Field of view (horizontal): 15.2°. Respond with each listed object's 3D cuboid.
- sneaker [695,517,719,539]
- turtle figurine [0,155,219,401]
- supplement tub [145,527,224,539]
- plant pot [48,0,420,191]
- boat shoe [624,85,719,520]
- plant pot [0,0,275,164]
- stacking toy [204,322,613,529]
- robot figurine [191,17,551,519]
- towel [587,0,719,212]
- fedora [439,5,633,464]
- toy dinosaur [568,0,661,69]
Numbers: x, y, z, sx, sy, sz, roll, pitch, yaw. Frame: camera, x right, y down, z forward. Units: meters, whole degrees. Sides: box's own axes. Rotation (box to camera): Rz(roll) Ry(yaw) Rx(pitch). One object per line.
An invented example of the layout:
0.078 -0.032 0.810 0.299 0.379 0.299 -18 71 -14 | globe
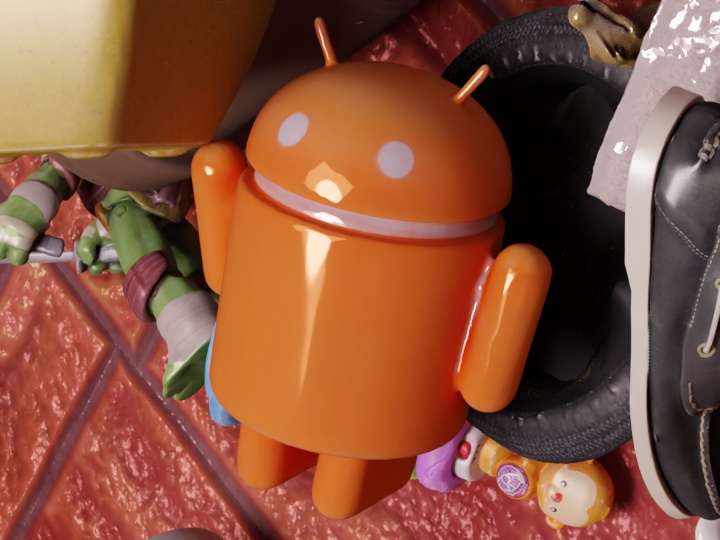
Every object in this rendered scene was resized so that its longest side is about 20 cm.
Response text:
0.223 0.089 1.080 0.200 0.079 0.079 -30 75 42 | sneaker
-0.139 -0.002 1.380 0.194 0.199 0.144 50 162 21 | turtle figurine
-0.051 0.236 1.339 0.200 0.131 0.133 39 123 34 | supplement tub
-0.064 -0.153 1.249 0.174 0.200 0.202 -16 86 36 | plant pot
0.141 0.024 1.025 0.067 0.072 0.201 13 133 21 | boat shoe
-0.136 -0.144 1.094 0.193 0.195 0.201 -2 91 19 | plant pot
0.034 0.062 1.259 0.200 0.110 0.117 33 117 23 | stacking toy
-0.002 0.000 1.125 0.144 0.116 0.201 -135 51 -59 | robot figurine
0.177 -0.082 1.008 0.132 0.034 0.201 26 122 9 | towel
0.104 -0.018 1.167 0.200 0.091 0.202 9 102 43 | fedora
0.182 -0.099 1.087 0.058 0.199 0.102 101 180 -75 | toy dinosaur
